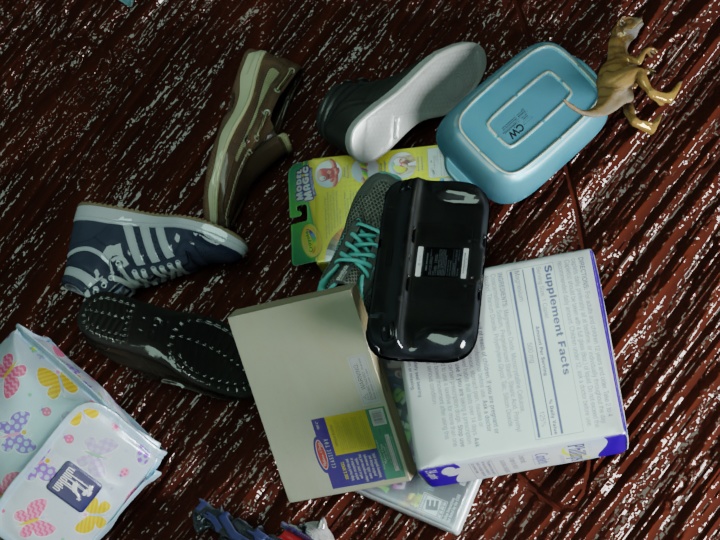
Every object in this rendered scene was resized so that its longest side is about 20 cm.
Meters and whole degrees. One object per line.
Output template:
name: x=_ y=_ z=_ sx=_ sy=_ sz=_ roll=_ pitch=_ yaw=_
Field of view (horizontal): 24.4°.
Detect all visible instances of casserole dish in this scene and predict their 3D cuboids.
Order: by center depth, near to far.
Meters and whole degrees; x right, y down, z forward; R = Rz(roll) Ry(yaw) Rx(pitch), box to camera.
casserole dish: x=0.168 y=-0.156 z=1.686 sx=0.200 sy=0.039 sz=0.121 roll=-41 pitch=78 yaw=-18

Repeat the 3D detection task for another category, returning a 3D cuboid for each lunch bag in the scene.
lunch bag: x=-0.314 y=0.180 z=1.664 sx=0.200 sy=0.127 sz=0.170 roll=42 pitch=87 yaw=12

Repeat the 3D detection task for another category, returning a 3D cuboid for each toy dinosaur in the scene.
toy dinosaur: x=0.259 y=-0.179 z=1.673 sx=0.106 sy=0.061 sz=0.200 roll=29 pitch=43 yaw=-2

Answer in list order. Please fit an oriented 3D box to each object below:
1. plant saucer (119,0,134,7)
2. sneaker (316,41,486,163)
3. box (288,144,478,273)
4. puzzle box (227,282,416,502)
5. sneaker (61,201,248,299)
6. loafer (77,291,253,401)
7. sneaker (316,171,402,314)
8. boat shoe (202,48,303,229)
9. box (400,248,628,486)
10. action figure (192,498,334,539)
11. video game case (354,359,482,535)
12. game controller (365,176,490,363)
plant saucer: x=-0.324 y=-0.370 z=1.859 sx=0.199 sy=0.070 sz=0.019 roll=33 pitch=53 yaw=17
sneaker: x=0.036 y=-0.187 z=1.730 sx=0.200 sy=0.071 sz=0.099 roll=-36 pitch=35 yaw=-24
box: x=0.026 y=-0.062 z=1.709 sx=0.198 sy=0.048 sz=0.118 roll=-5 pitch=74 yaw=7
puzzle box: x=-0.037 y=0.120 z=1.602 sx=0.132 sy=0.025 sz=0.201 roll=-12 pitch=104 yaw=19
sneaker: x=-0.218 y=-0.002 z=1.724 sx=0.199 sy=0.070 sz=0.109 roll=9 pitch=72 yaw=20
loafer: x=-0.192 y=0.080 z=1.701 sx=0.199 sy=0.071 sz=0.073 roll=24 pitch=63 yaw=1
sneaker: x=0.000 y=0.000 z=1.630 sx=0.077 sy=0.091 sz=0.201 roll=17 pitch=92 yaw=11
boat shoe: x=-0.108 y=-0.135 z=1.743 sx=0.074 sy=0.075 sz=0.204 roll=12 pitch=76 yaw=8
box: x=0.143 y=0.095 z=1.587 sx=0.199 sy=0.105 sz=0.185 roll=-11 pitch=71 yaw=8
action figure: x=-0.103 y=0.312 z=1.618 sx=0.193 sy=0.105 sz=0.200 roll=-45 pitch=46 yaw=-11
video game case: x=0.053 y=0.136 z=1.658 sx=0.181 sy=0.023 sz=0.201 roll=21 pitch=79 yaw=16
game controller: x=0.065 y=-0.003 z=1.566 sx=0.104 sy=0.042 sz=0.201 roll=7 pitch=58 yaw=2
